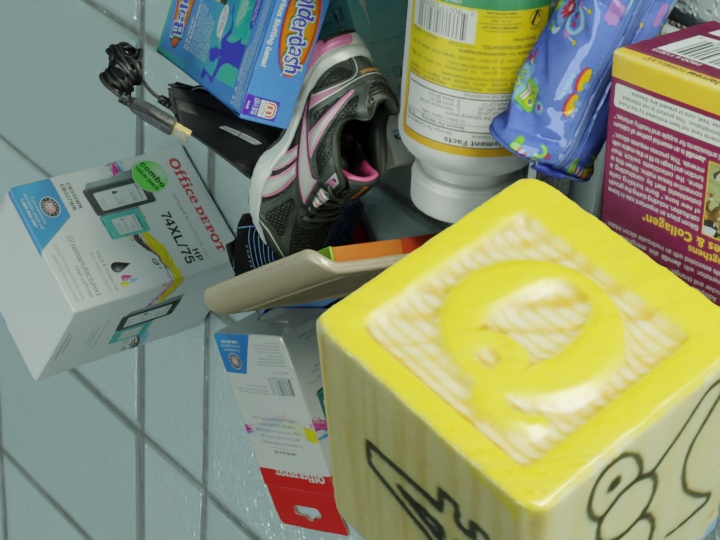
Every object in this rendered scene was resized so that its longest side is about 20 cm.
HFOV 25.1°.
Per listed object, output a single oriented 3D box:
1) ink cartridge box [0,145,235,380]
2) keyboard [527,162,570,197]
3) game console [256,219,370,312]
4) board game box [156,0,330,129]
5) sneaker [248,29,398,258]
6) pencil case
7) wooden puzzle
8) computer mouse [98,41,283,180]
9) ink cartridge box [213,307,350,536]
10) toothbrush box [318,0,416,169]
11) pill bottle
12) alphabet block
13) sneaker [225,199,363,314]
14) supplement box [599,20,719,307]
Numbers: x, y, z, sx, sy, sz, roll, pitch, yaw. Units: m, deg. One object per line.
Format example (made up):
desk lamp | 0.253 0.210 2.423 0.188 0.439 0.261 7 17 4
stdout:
ink cartridge box | -0.251 -0.010 1.619 0.147 0.200 0.146 59 142 16
keyboard | 0.138 -0.044 1.197 0.011 0.056 0.201 28 128 33
game console | -0.036 0.033 1.495 0.200 0.031 0.177 -30 81 56
board game box | -0.087 -0.210 1.241 0.200 0.045 0.152 42 116 56
sneaker | -0.025 -0.077 1.232 0.086 0.080 0.200 50 141 34
pencil case | 0.157 -0.152 1.056 0.087 0.078 0.200 -90 23 -60
wooden puzzle | 0.000 0.000 1.290 0.185 0.200 0.037 -20 75 55
computer mouse | -0.115 -0.120 1.271 0.200 0.140 0.046 37 102 -10
ink cartridge box | -0.051 0.138 1.503 0.116 0.067 0.201 0 112 52
toothbrush box | -0.011 -0.176 1.310 0.146 0.085 0.201 -12 96 55
pill bottle | 0.085 -0.139 1.173 0.113 0.113 0.201 34 131 41
alphabet block | 0.106 0.100 1.022 0.196 0.195 0.200 37 148 32
sneaker | -0.066 -0.033 1.418 0.078 0.070 0.200 54 144 8
supplement box | 0.232 -0.040 1.028 0.131 0.103 0.201 30 128 43
